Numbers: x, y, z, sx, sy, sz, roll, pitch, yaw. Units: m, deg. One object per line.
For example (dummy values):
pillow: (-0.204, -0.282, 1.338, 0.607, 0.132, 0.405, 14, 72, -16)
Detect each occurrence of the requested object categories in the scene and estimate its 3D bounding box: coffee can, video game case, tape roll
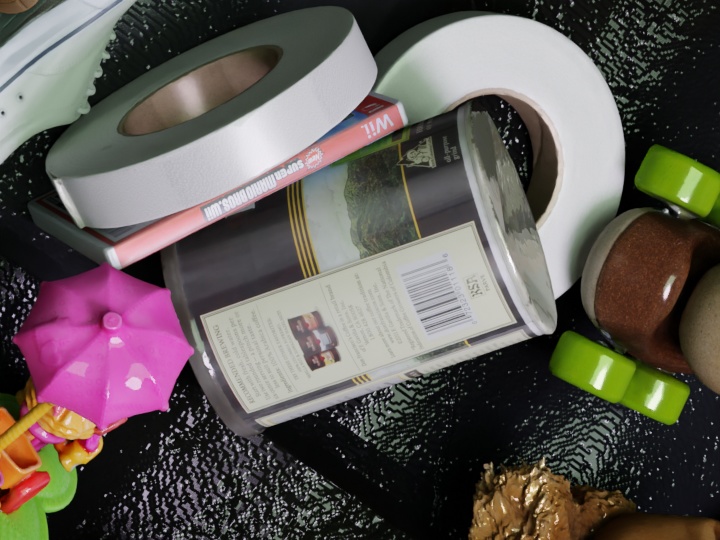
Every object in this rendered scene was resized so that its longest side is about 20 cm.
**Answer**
coffee can: (0.000, 0.000, 1.477, 0.199, 0.146, 0.147, -19, 109, 12)
video game case: (-0.087, -0.063, 1.472, 0.199, 0.143, 0.018, -28, 113, -18)
tape roll: (0.076, -0.065, 1.598, 0.202, 0.037, 0.204, -5, 102, -24)
tape roll: (-0.087, -0.090, 1.436, 0.202, 0.203, 0.037, -33, 111, -16)

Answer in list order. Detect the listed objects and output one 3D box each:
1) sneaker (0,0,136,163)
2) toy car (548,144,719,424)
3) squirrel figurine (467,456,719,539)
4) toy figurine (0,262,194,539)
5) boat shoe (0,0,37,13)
sneaker: (-0.182, -0.127, 1.465, 0.200, 0.073, 0.071, -39, 122, -4)
toy car: (0.252, 0.038, 1.598, 0.158, 0.200, 0.165, 22, 94, -54)
squirrel figurine: (0.138, 0.217, 1.591, 0.186, 0.200, 0.142, -14, 137, -39)
toy figurine: (-0.164, 0.071, 1.400, 0.184, 0.200, 0.150, -38, 82, 25)
boat shoe: (-0.244, -0.240, 1.419, 0.200, 0.072, 0.072, 44, 49, -14)
